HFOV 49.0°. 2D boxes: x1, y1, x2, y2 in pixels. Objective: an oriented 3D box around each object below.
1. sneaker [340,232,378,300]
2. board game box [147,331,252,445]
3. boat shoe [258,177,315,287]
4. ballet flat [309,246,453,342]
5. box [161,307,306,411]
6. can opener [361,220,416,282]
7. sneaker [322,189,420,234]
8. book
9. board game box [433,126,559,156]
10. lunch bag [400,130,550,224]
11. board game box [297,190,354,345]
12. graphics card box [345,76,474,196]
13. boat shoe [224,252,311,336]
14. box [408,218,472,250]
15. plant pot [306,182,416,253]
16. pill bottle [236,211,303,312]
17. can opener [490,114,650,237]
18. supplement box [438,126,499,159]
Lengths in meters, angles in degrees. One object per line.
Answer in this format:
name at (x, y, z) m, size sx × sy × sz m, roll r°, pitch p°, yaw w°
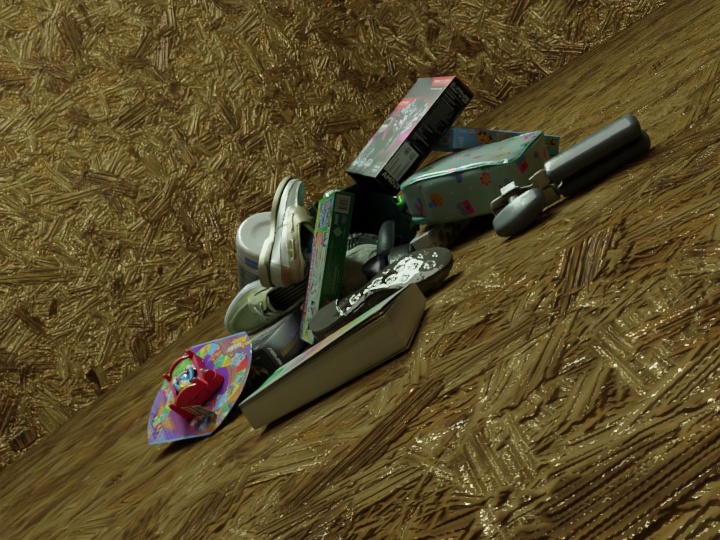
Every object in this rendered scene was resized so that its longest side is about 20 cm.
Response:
sneaker at (0.000, 0.000, 1.158) m, size 0.071 × 0.073 × 0.200 m, roll 12°, pitch 28°, yaw 8°
board game box at (-0.232, 0.150, 1.074) m, size 0.199 × 0.039 × 0.159 m, roll -17°, pitch 44°, yaw 38°
boat shoe at (-0.100, -0.058, 1.193) m, size 0.068 × 0.075 × 0.201 m, roll 0°, pitch 55°, yaw 11°
ballet flat at (0.029, 0.036, 0.971) m, size 0.199 × 0.046 × 0.068 m, roll -31°, pitch 30°, yaw 9°
box at (-0.176, 0.145, 1.160) m, size 0.199 × 0.048 × 0.158 m, roll -32°, pitch 7°, yaw 22°
can opener at (0.044, -0.014, 1.090) m, size 0.078 × 0.064 × 0.200 m, roll -15°, pitch 19°, yaw 8°
sneaker at (0.015, -0.120, 1.405) m, size 0.199 × 0.086 × 0.078 m, roll 15°, pitch 51°, yaw 33°
book at (-0.025, 0.092, 0.866) m, size 0.199 × 0.048 × 0.134 m, roll -34°, pitch 3°, yaw 21°
board game box at (0.196, -0.208, 1.281) m, size 0.199 × 0.037 × 0.151 m, roll 1°, pitch 7°, yaw -26°
lunch bag at (0.172, -0.131, 1.123) m, size 0.199 × 0.078 × 0.160 m, roll -9°, pitch 18°, yaw 35°
board game box at (-0.048, -0.001, 1.079) m, size 0.029 × 0.202 × 0.135 m, roll 9°, pitch -3°, yaw -13°
graphics card box at (0.073, -0.209, 1.215) m, size 0.200 × 0.051 × 0.125 m, roll -53°, pitch 25°, yaw -4°
boat shoe at (-0.137, 0.043, 1.211) m, size 0.200 × 0.072 × 0.062 m, roll -37°, pitch 15°, yaw 20°
box at (0.132, -0.069, 1.196) m, size 0.041 × 0.039 × 0.200 m, roll -28°, pitch 10°, yaw 36°
plant pot at (-0.031, -0.041, 1.336) m, size 0.141 × 0.142 × 0.200 m, roll -29°, pitch -3°, yaw -32°
pill bottle at (-0.147, 0.011, 1.316) m, size 0.114 × 0.113 × 0.201 m, roll -39°, pitch -29°, yaw -35°
can opener at (0.243, -0.101, 0.921) m, size 0.199 × 0.053 × 0.067 m, roll -31°, pitch 40°, yaw 26°
supplement box at (0.198, -0.188, 1.485) m, size 0.110 × 0.086 × 0.200 m, roll -37°, pitch 8°, yaw -13°
